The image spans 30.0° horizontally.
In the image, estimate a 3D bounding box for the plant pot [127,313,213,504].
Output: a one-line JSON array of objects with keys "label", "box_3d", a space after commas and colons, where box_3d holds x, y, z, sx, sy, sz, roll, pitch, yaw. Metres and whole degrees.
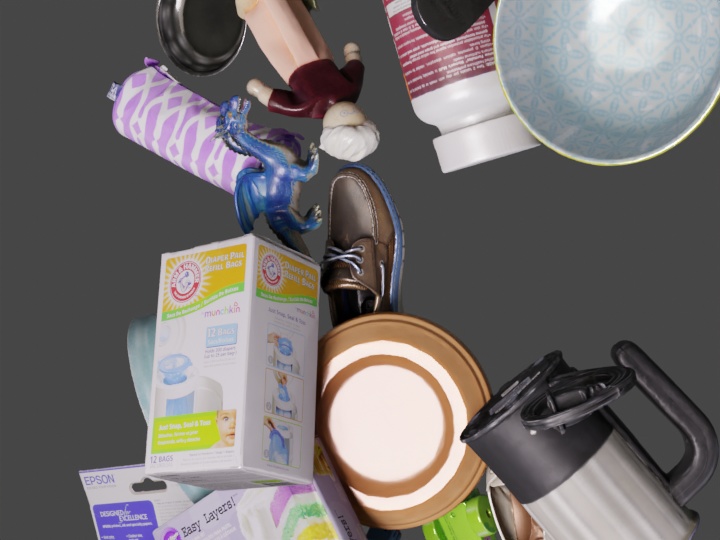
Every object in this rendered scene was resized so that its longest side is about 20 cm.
[{"label": "plant pot", "box_3d": [-0.126, 0.116, 1.325, 0.133, 0.200, 0.202, -22, 89, 6]}]

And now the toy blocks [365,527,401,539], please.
[{"label": "toy blocks", "box_3d": [-0.053, 0.283, 1.345, 0.198, 0.100, 0.138, 15, 66, 30]}]

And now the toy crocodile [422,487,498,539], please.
[{"label": "toy crocodile", "box_3d": [0.082, 0.204, 1.287, 0.067, 0.062, 0.201, -29, 90, 32]}]

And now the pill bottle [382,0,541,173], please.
[{"label": "pill bottle", "box_3d": [0.086, -0.193, 1.162, 0.109, 0.109, 0.202, -14, 93, 32]}]

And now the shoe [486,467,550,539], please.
[{"label": "shoe", "box_3d": [0.156, 0.211, 1.242, 0.069, 0.053, 0.202, -10, 95, 32]}]

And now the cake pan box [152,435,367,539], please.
[{"label": "cake pan box", "box_3d": [-0.081, 0.276, 1.217, 0.199, 0.052, 0.186, -33, 71, 25]}]

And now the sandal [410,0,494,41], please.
[{"label": "sandal", "box_3d": [0.117, -0.265, 1.099, 0.075, 0.201, 0.045, 45, 157, -16]}]

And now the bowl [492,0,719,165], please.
[{"label": "bowl", "box_3d": [0.217, -0.191, 1.086, 0.198, 0.107, 0.203, 7, 104, 29]}]

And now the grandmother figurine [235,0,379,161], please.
[{"label": "grandmother figurine", "box_3d": [-0.047, -0.181, 1.240, 0.201, 0.120, 0.061, 58, 166, 22]}]

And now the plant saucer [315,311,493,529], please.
[{"label": "plant saucer", "box_3d": [0.025, 0.140, 1.233, 0.198, 0.037, 0.203, 0, 93, 9]}]

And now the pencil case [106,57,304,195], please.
[{"label": "pencil case", "box_3d": [-0.154, -0.137, 1.340, 0.199, 0.084, 0.086, 29, 93, 21]}]

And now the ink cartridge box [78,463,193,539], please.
[{"label": "ink cartridge box", "box_3d": [-0.204, 0.302, 1.482, 0.196, 0.043, 0.202, -10, 98, 32]}]

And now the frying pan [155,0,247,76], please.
[{"label": "frying pan", "box_3d": [-0.170, -0.286, 1.342, 0.114, 0.031, 0.192, -26, 83, 32]}]

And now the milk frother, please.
[{"label": "milk frother", "box_3d": [0.197, 0.167, 1.110, 0.180, 0.200, 0.188, -42, 90, 21]}]

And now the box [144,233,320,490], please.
[{"label": "box", "box_3d": [-0.109, 0.083, 1.174, 0.112, 0.101, 0.202, -9, 70, 34]}]

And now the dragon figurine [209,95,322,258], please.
[{"label": "dragon figurine", "box_3d": [-0.088, -0.066, 1.250, 0.098, 0.059, 0.202, -4, 106, -6]}]

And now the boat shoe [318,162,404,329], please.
[{"label": "boat shoe", "box_3d": [0.000, 0.000, 1.278, 0.072, 0.072, 0.202, -6, 97, 32]}]
